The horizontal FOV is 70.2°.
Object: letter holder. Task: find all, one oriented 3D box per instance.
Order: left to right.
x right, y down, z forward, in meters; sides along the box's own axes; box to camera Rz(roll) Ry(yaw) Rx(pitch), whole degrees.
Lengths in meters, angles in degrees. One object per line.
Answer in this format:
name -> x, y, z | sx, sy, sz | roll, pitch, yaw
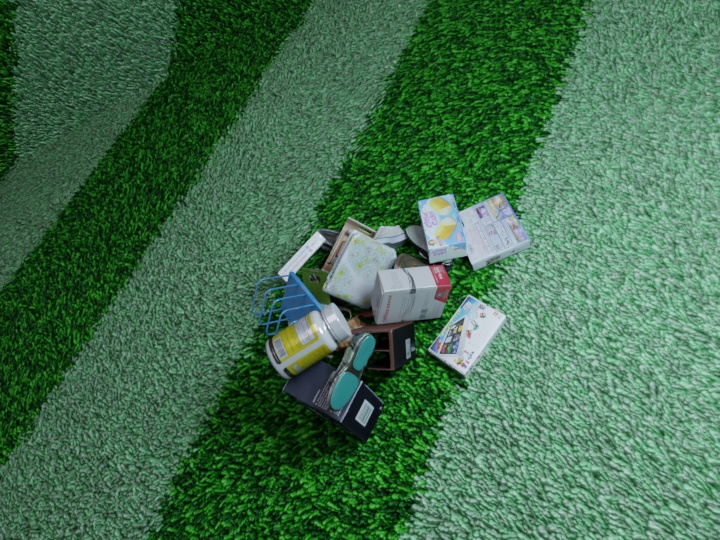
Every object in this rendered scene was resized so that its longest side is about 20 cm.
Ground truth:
letter holder -> 0.055, 0.200, 1.380 | 0.140, 0.199, 0.103 | -4, 89, 22

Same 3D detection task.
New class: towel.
towel -> 0.000, 0.000, 1.492 | 0.202, 0.169, 0.048 | -62, 31, 5

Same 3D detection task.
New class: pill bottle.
pill bottle -> -0.129, 0.175, 1.288 | 0.198, 0.115, 0.115 | -32, 52, 4

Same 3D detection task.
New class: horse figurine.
horse figurine -> -0.017, 0.195, 1.520 | 0.131, 0.050, 0.202 | 20, 69, 31

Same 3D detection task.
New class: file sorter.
file sorter -> -0.205, 0.125, 1.437 | 0.121, 0.141, 0.200 | -10, 41, -38

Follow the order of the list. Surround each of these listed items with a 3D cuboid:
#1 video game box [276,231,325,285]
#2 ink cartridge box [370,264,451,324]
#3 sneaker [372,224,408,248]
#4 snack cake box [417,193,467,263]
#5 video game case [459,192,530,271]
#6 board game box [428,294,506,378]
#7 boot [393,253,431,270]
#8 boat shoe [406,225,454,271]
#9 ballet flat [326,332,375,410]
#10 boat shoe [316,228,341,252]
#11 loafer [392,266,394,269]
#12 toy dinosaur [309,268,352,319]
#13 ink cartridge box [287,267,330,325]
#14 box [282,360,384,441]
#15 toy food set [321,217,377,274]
video game box -> -0.198, -0.036, 1.667 | 0.047, 0.200, 0.182 | 45, 78, -5
ink cartridge box -> 0.136, 0.067, 1.430 | 0.196, 0.148, 0.084 | -4, 48, -13
sneaker -> 0.069, -0.098, 1.599 | 0.071, 0.199, 0.073 | 54, 127, 16
snack cake box -> 0.243, -0.128, 1.536 | 0.113, 0.068, 0.203 | -11, 51, 5
video game case -> 0.388, -0.118, 1.552 | 0.179, 0.046, 0.202 | -24, 53, 9
board game box -> 0.294, 0.178, 1.409 | 0.125, 0.035, 0.201 | 31, 75, 34
boot -> 0.163, -0.003, 1.495 | 0.095, 0.199, 0.076 | 17, 102, 20
boat shoe -> 0.210, -0.068, 1.586 | 0.075, 0.061, 0.200 | -25, 48, -19
ballet flat -> -0.030, 0.243, 1.245 | 0.073, 0.074, 0.202 | 22, 69, 32
boat shoe -> -0.069, -0.089, 1.710 | 0.197, 0.071, 0.073 | 14, 64, 26
loafer -> 0.092, 0.022, 1.573 | 0.063, 0.072, 0.201 | -43, 37, 13
toy dinosaur -> -0.098, 0.089, 1.580 | 0.077, 0.101, 0.202 | -51, 56, 32
ink cartridge box -> -0.157, 0.102, 1.527 | 0.075, 0.204, 0.147 | -13, 13, -37
box -> -0.067, 0.338, 1.358 | 0.198, 0.197, 0.119 | 19, 68, 32
toy food set -> -0.021, -0.054, 1.631 | 0.142, 0.060, 0.202 | 26, 73, 1
